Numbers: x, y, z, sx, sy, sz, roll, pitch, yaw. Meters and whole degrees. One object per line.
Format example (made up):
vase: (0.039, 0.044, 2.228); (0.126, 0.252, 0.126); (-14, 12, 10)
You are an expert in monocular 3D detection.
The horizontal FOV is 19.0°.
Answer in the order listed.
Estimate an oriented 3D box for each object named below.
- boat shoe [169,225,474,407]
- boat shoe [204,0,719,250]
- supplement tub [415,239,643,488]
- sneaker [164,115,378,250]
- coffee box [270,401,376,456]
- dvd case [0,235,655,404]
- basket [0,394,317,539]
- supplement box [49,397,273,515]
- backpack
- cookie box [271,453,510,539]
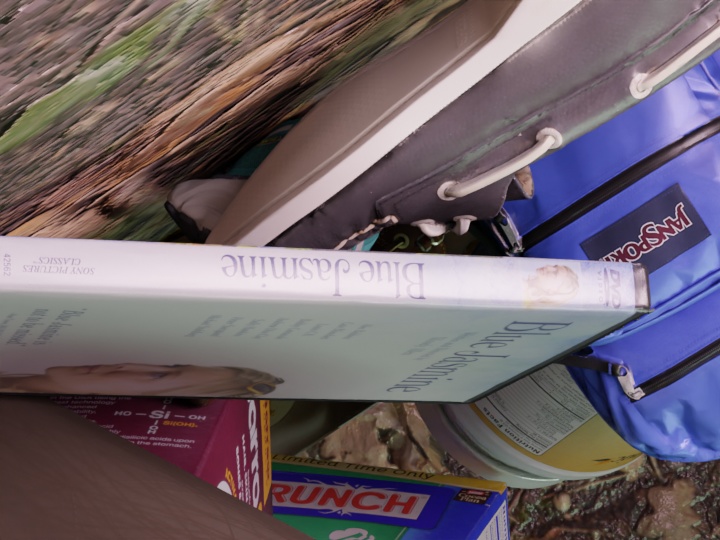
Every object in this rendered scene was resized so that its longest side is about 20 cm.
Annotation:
boat shoe: (0.000, 0.000, 0.929); (0.199, 0.071, 0.070); (-23, 161, -21)
boat shoe: (0.034, -0.045, 0.640); (0.200, 0.060, 0.074); (-40, -160, 18)
supplement tub: (0.118, 0.016, 1.046); (0.144, 0.145, 0.200); (-32, 173, -34)
sneaker: (-0.015, -0.017, 0.787); (0.080, 0.078, 0.200); (-42, 179, -3)
coffee box: (-0.021, 0.030, 1.241); (0.199, 0.115, 0.080); (-33, 178, 24)
dvd case: (-0.031, 0.019, 0.655); (0.198, 0.018, 0.143); (2, 164, -19)
basket: (-0.088, 0.123, 0.700); (0.180, 0.199, 0.137); (-21, 136, -58)
supplement box: (-0.094, 0.107, 0.919); (0.085, 0.111, 0.200); (1, -160, 7)
backpack: (0.120, -0.026, 0.843); (0.162, 0.201, 0.168); (-33, 179, 26)
cookie box: (-0.033, 0.163, 1.035); (0.170, 0.076, 0.200); (4, -161, 19)
